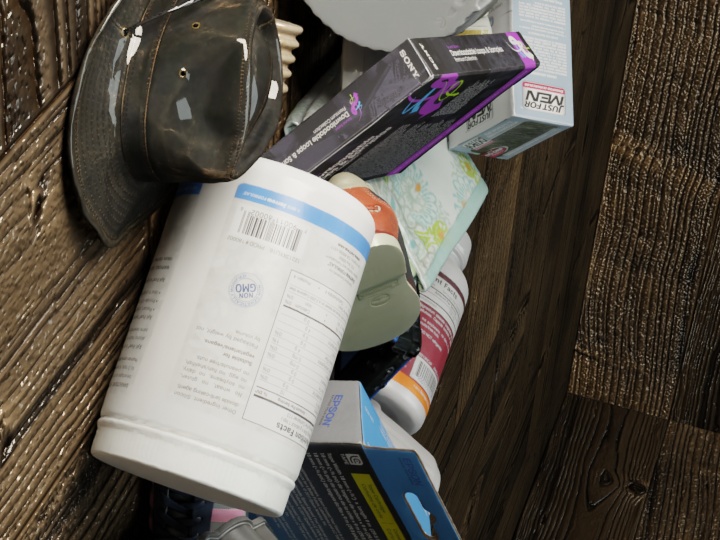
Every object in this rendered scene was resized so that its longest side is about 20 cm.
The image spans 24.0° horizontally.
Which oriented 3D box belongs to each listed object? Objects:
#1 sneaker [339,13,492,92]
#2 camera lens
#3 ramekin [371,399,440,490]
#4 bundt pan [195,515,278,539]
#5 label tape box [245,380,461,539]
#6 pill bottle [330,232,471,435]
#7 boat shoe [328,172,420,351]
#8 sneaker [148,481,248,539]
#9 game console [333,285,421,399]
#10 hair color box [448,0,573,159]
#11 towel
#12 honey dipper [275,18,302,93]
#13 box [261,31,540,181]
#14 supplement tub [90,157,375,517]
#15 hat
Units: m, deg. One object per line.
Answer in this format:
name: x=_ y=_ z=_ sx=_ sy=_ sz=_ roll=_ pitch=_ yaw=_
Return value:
sneaker: x=0.045 y=-0.182 z=1.296 sx=0.201 sy=0.115 sz=0.074 roll=-78 pitch=177 yaw=-52
camera lens: x=0.047 y=-0.256 z=1.201 sx=0.200 sy=0.159 sz=0.161 roll=-54 pitch=156 yaw=-57
ramekin: x=-0.012 y=0.214 z=1.455 sx=0.203 sy=0.094 sz=0.202 roll=-57 pitch=-174 yaw=9
bundt pan: x=-0.105 y=0.273 z=1.177 sx=0.202 sy=0.076 sz=0.202 roll=-44 pitch=156 yaw=-24
label tape box: x=-0.013 y=0.149 z=1.212 sx=0.145 sy=0.199 sz=0.063 roll=64 pitch=39 yaw=-36
pill bottle: x=0.035 y=0.046 z=1.587 sx=0.113 sy=0.112 sz=0.201 roll=84 pitch=24 yaw=-57
boat shoe: x=0.000 y=0.000 z=1.221 sx=0.200 sy=0.071 sz=0.063 roll=81 pitch=-14 yaw=-65
sneaker: x=-0.116 y=0.169 z=1.178 sx=0.201 sy=0.070 sz=0.082 roll=88 pitch=20 yaw=-47
game console: x=-0.014 y=-0.011 z=1.409 sx=0.171 sy=0.118 sz=0.201 roll=-48 pitch=-151 yaw=40
hair color box: x=0.120 y=-0.202 z=1.381 sx=0.099 sy=0.060 sz=0.201 roll=-24 pitch=-118 yaw=59
towel: x=0.025 y=-0.089 z=1.349 sx=0.172 sy=0.048 sz=0.200 roll=59 pitch=31 yaw=-16
honey dipper: x=-0.080 y=-0.071 z=1.145 sx=0.038 sy=0.038 sz=0.201 roll=-23 pitch=128 yaw=-74
box: x=0.030 y=-0.111 z=1.179 sx=0.143 sy=0.036 sz=0.200 roll=-36 pitch=173 yaw=26
supplement tub: x=-0.078 y=0.040 z=1.062 sx=0.132 sy=0.131 sz=0.201 roll=59 pitch=48 yaw=-72
hat: x=-0.089 y=-0.101 z=0.971 sx=0.201 sy=0.080 sz=0.202 roll=15 pitch=90 yaw=-78
